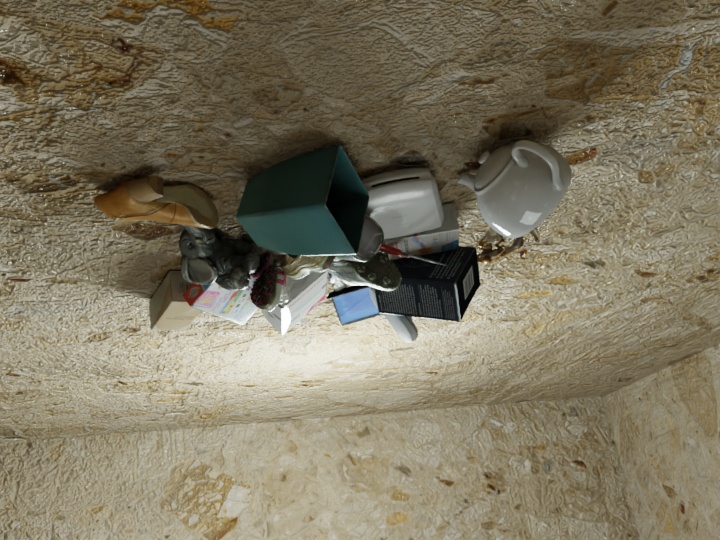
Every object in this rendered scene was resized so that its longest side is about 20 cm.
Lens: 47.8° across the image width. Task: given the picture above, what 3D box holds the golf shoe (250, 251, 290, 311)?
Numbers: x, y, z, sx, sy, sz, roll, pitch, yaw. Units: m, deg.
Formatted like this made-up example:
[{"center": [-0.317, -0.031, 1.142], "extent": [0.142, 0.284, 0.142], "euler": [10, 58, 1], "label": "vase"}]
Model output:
[{"center": [-0.173, 0.034, 1.656], "extent": [0.073, 0.200, 0.092], "euler": [-42, 112, 13], "label": "golf shoe"}]

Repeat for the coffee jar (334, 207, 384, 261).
[{"center": [-0.039, -0.069, 1.610], "extent": [0.104, 0.085, 0.200], "euler": [38, 167, -20], "label": "coffee jar"}]

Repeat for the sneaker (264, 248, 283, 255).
[{"center": [-0.174, -0.068, 1.680], "extent": [0.099, 0.078, 0.200], "euler": [-15, 157, 25], "label": "sneaker"}]

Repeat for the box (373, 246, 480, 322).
[{"center": [0.148, 0.022, 1.813], "extent": [0.199, 0.149, 0.107], "euler": [6, 124, 25], "label": "box"}]

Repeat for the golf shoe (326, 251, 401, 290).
[{"center": [0.000, 0.000, 1.750], "extent": [0.200, 0.078, 0.097], "euler": [27, 149, 20], "label": "golf shoe"}]

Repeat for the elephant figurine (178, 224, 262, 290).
[{"center": [-0.311, -0.042, 1.651], "extent": [0.199, 0.156, 0.142], "euler": [21, -169, -18], "label": "elephant figurine"}]

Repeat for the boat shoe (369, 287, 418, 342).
[{"center": [0.091, 0.092, 1.888], "extent": [0.066, 0.200, 0.072], "euler": [-24, 125, -15], "label": "boat shoe"}]

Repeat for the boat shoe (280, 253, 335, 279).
[{"center": [-0.118, -0.035, 1.588], "extent": [0.076, 0.072, 0.200], "euler": [33, 158, -20], "label": "boat shoe"}]

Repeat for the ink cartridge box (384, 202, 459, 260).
[{"center": [0.110, -0.079, 1.765], "extent": [0.199, 0.068, 0.115], "euler": [-9, 159, 3], "label": "ink cartridge box"}]

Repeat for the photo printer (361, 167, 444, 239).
[{"center": [0.075, -0.134, 1.608], "extent": [0.166, 0.070, 0.200], "euler": [-11, 159, 7], "label": "photo printer"}]

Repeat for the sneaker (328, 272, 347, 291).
[{"center": [-0.034, -0.008, 1.902], "extent": [0.085, 0.077, 0.200], "euler": [-14, 168, 2], "label": "sneaker"}]

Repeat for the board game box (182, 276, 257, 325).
[{"center": [-0.286, 0.038, 1.851], "extent": [0.153, 0.040, 0.200], "euler": [-47, 149, 7], "label": "board game box"}]

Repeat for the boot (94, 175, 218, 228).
[{"center": [-0.375, -0.116, 1.504], "extent": [0.144, 0.071, 0.201], "euler": [-14, 156, 30], "label": "boot"}]

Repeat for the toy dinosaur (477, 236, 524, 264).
[{"center": [0.300, -0.032, 1.972], "extent": [0.199, 0.061, 0.106], "euler": [-19, 158, 25], "label": "toy dinosaur"}]

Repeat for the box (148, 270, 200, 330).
[{"center": [-0.435, 0.075, 1.937], "extent": [0.095, 0.078, 0.200], "euler": [2, 156, -27], "label": "box"}]

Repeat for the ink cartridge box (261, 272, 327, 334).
[{"center": [-0.155, 0.049, 1.887], "extent": [0.146, 0.085, 0.200], "euler": [-41, 169, -19], "label": "ink cartridge box"}]

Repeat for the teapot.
[{"center": [0.281, -0.168, 1.497], "extent": [0.146, 0.198, 0.200], "euler": [38, 117, -13], "label": "teapot"}]

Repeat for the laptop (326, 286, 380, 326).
[{"center": [0.016, 0.080, 2.052], "extent": [0.177, 0.104, 0.200], "euler": [-17, -177, 1], "label": "laptop"}]

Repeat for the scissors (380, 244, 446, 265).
[{"center": [0.092, -0.035, 1.695], "extent": [0.199, 0.014, 0.073], "euler": [17, 171, 16], "label": "scissors"}]

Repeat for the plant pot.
[{"center": [-0.111, -0.114, 1.461], "extent": [0.199, 0.142, 0.141], "euler": [-6, 142, 23], "label": "plant pot"}]
